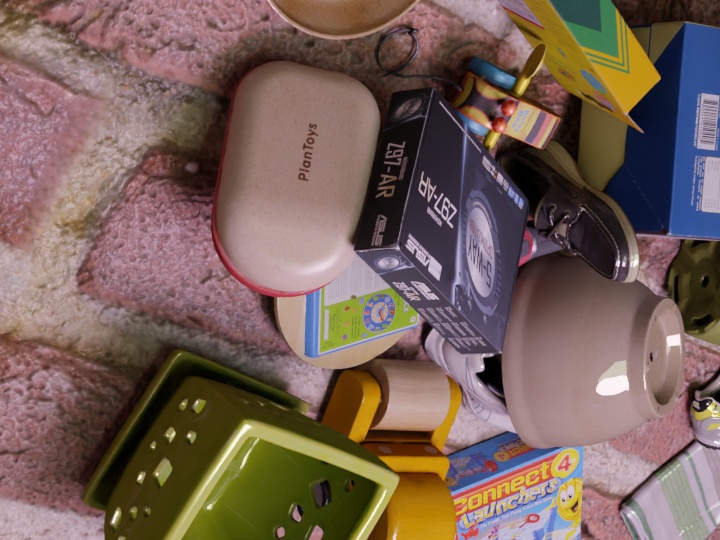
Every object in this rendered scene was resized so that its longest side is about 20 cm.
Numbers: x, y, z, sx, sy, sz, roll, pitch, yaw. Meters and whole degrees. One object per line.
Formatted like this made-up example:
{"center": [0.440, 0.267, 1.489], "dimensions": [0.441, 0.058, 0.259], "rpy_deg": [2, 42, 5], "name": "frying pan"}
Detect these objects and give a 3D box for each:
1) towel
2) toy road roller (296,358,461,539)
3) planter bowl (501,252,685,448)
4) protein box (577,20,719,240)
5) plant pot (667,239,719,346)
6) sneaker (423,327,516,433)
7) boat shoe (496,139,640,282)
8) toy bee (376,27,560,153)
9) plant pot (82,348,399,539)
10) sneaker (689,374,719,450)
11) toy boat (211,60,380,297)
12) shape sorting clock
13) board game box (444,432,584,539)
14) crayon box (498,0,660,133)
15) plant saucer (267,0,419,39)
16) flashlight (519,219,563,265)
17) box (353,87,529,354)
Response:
{"center": [0.414, 0.274, 1.922], "dimensions": [0.200, 0.031, 0.149], "rpy_deg": [-37, 131, -10], "name": "towel"}
{"center": [0.038, 0.198, 1.553], "dimensions": [0.123, 0.146, 0.200], "rpy_deg": [5, 112, -36], "name": "toy road roller"}
{"center": [0.243, 0.082, 1.574], "dimensions": [0.200, 0.135, 0.200], "rpy_deg": [-3, 94, -59], "name": "planter bowl"}
{"center": [0.331, -0.129, 1.530], "dimensions": [0.200, 0.135, 0.199], "rpy_deg": [3, 93, -35], "name": "protein box"}
{"center": [0.446, 0.023, 1.715], "dimensions": [0.190, 0.200, 0.200], "rpy_deg": [9, 110, -24], "name": "plant pot"}
{"center": [0.141, 0.121, 1.617], "dimensions": [0.075, 0.087, 0.200], "rpy_deg": [-49, 132, -2], "name": "sneaker"}
{"center": [0.192, -0.053, 1.482], "dimensions": [0.066, 0.201, 0.072], "rpy_deg": [-11, 132, -20], "name": "boat shoe"}
{"center": [0.118, -0.143, 1.439], "dimensions": [0.200, 0.109, 0.131], "rpy_deg": [-5, 120, -31], "name": "toy bee"}
{"center": [-0.122, 0.196, 1.423], "dimensions": [0.200, 0.181, 0.199], "rpy_deg": [27, 100, -41], "name": "plant pot"}
{"center": [0.474, 0.131, 1.851], "dimensions": [0.200, 0.075, 0.076], "rpy_deg": [-36, 130, -13], "name": "sneaker"}
{"center": [-0.062, -0.072, 1.356], "dimensions": [0.130, 0.131, 0.200], "rpy_deg": [12, 72, -11], "name": "toy boat"}
{"center": [0.000, 0.000, 1.486], "dimensions": [0.200, 0.039, 0.200], "rpy_deg": [-18, 123, -29], "name": "shape sorting clock"}
{"center": [0.149, 0.280, 1.733], "dimensions": [0.200, 0.056, 0.196], "rpy_deg": [-19, 125, -24], "name": "board game box"}
{"center": [0.192, -0.220, 1.432], "dimensions": [0.051, 0.127, 0.200], "rpy_deg": [-46, 132, -3], "name": "crayon box"}
{"center": [-0.011, -0.294, 1.315], "dimensions": [0.200, 0.035, 0.200], "rpy_deg": [-16, 122, -26], "name": "plant saucer"}
{"center": [0.175, -0.038, 1.559], "dimensions": [0.200, 0.068, 0.068], "rpy_deg": [-17, 160, -35], "name": "flashlight"}
{"center": [0.076, -0.040, 1.379], "dimensions": [0.200, 0.044, 0.160], "rpy_deg": [44, 51, -46], "name": "box"}
